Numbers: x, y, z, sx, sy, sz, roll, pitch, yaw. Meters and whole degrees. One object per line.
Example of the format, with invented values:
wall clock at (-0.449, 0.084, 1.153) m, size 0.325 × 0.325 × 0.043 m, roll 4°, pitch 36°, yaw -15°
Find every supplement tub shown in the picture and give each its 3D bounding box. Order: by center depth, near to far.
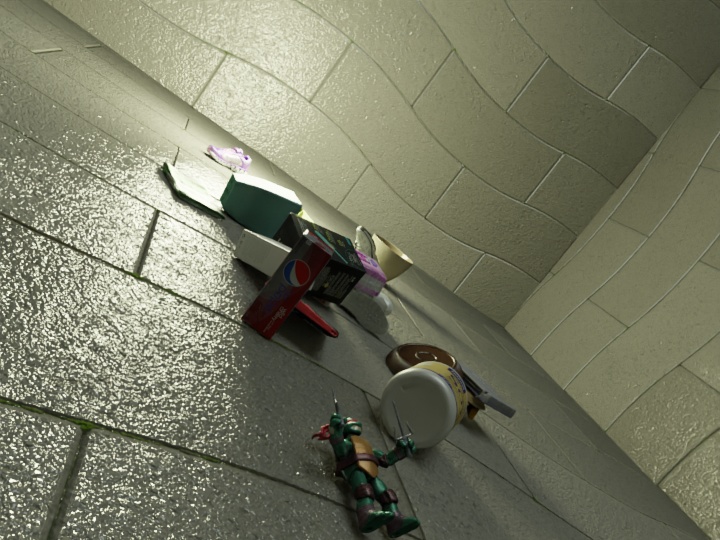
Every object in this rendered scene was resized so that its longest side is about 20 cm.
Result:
supplement tub at (0.131, 0.256, 1.166) m, size 0.145 × 0.146 × 0.200 m, roll 40°, pitch 10°, yaw 16°

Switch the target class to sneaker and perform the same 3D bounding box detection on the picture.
sneaker at (0.004, 0.102, 1.669) m, size 0.200 × 0.076 × 0.080 m, roll 41°, pitch 1°, yaw 12°
sneaker at (-0.001, 0.073, 1.800) m, size 0.199 × 0.074 × 0.115 m, roll 33°, pitch 8°, yaw 30°
sneaker at (-0.005, -0.063, 2.196) m, size 0.076 × 0.115 × 0.201 m, roll 40°, pitch -25°, yaw 46°
sneaker at (-0.507, -0.447, 2.320) m, size 0.200 × 0.089 × 0.081 m, roll 26°, pitch 16°, yaw -46°

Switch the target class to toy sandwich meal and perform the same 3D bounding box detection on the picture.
toy sandwich meal at (0.237, 0.316, 1.541) m, size 0.205 × 0.070 × 0.205 m, roll 37°, pitch 5°, yaw -3°

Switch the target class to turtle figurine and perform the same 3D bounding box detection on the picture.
turtle figurine at (0.010, 0.263, 0.831) m, size 0.149 × 0.101 × 0.201 m, roll 13°, pitch 38°, yaw -34°

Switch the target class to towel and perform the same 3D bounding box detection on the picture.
towel at (-0.456, -0.218, 1.616) m, size 0.152 × 0.023 × 0.200 m, roll 30°, pitch 12°, yaw -43°

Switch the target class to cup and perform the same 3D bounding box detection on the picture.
cup at (0.094, -0.034, 2.416) m, size 0.200 × 0.144 × 0.200 m, roll 36°, pitch 10°, yaw -8°

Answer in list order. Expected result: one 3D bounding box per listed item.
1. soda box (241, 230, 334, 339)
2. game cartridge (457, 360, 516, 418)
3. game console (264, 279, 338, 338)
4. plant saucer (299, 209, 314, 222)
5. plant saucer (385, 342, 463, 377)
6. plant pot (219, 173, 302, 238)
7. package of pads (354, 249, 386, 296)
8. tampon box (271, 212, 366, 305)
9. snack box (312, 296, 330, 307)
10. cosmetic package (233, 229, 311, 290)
soda box at (-0.133, 0.026, 1.106) m, size 0.070 × 0.200 × 0.063 m, roll 37°, pitch 10°, yaw -5°
game cartridge at (0.305, 0.301, 1.550) m, size 0.129 × 0.038 × 0.200 m, roll 39°, pitch 3°, yaw -36°
game console at (-0.127, 0.083, 1.247) m, size 0.177 × 0.031 × 0.200 m, roll 42°, pitch -8°, yaw -4°
plant saucer at (-0.267, -0.218, 2.240) m, size 0.199 × 0.048 × 0.200 m, roll 30°, pitch 12°, yaw -36°
plant saucer at (0.164, 0.229, 1.495) m, size 0.199 × 0.032 × 0.200 m, roll 10°, pitch 17°, yaw -3°
plant pot at (-0.301, -0.192, 1.742) m, size 0.199 × 0.142 × 0.141 m, roll 24°, pitch 14°, yaw -28°
package of pads at (0.000, 0.000, 1.734) m, size 0.120 × 0.076 × 0.200 m, roll 29°, pitch 10°, yaw -13°
tampon box at (-0.116, -0.026, 1.514) m, size 0.199 × 0.126 × 0.150 m, roll 22°, pitch 28°, yaw -35°
snack box at (-0.158, 0.022, 1.573) m, size 0.200 × 0.024 × 0.072 m, roll 38°, pitch 12°, yaw -3°
cosmetic package at (-0.193, -0.025, 1.361) m, size 0.101 × 0.074 × 0.199 m, roll 19°, pitch 5°, yaw -44°
